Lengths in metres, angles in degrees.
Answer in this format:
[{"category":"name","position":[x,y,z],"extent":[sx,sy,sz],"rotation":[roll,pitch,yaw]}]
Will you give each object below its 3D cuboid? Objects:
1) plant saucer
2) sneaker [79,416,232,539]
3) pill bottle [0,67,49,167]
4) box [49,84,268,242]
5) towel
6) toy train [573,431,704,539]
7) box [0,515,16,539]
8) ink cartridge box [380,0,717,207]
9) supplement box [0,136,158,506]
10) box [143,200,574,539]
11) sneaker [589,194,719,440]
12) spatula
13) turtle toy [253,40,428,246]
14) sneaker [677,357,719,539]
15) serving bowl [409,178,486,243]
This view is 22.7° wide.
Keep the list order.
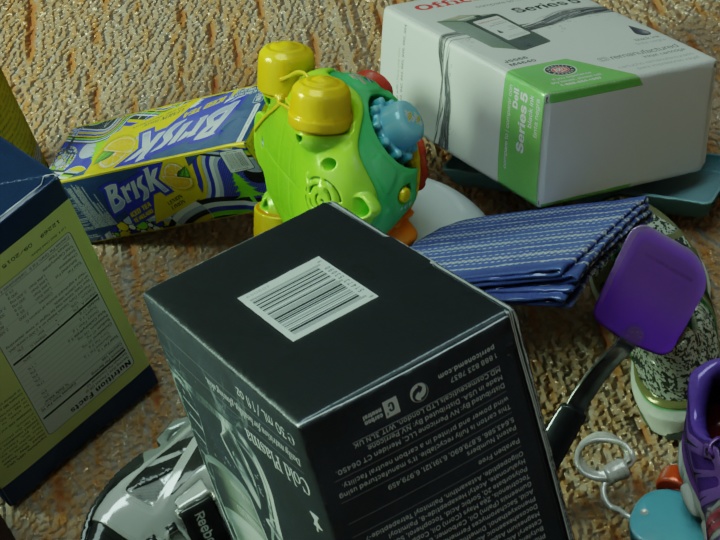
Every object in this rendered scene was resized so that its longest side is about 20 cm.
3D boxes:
[{"category":"plant saucer","position":[0.160,-0.069,1.251],"extent":[0.199,0.019,0.070],"rotation":[10,35,27]},{"category":"sneaker","position":[-0.098,0.144,1.095],"extent":[0.088,0.074,0.200],"rotation":[14,53,33]},{"category":"pill bottle","position":[-0.313,-0.116,1.342],"extent":[0.111,0.200,0.112],"rotation":[-9,44,9]},{"category":"box","position":[-0.134,-0.077,1.304],"extent":[0.199,0.064,0.070],"rotation":[-8,42,34]},{"category":"towel","position":[0.086,-0.007,1.067],"extent":[0.144,0.024,0.200],"rotation":[-6,12,24]},{"category":"toy train","position":[0.230,0.122,1.021],"extent":[0.199,0.056,0.150],"rotation":[-17,42,-2]},{"category":"box","position":[-0.297,0.123,1.095],"extent":[0.100,0.200,0.075],"rotation":[14,50,30]},{"category":"ink cartridge box","position":[0.124,-0.128,1.239],"extent":[0.145,0.084,0.200],"rotation":[-14,31,-28]},{"category":"supplement box","position":[-0.270,0.011,1.198],"extent":[0.134,0.200,0.200],"rotation":[-40,47,-21]},{"category":"box","position":[0.003,0.097,0.912],"extent":[0.124,0.197,0.200],"rotation":[-27,27,-18]},{"category":"sneaker","position":[0.187,0.007,1.123],"extent":[0.077,0.089,0.200],"rotation":[-18,43,2]},{"category":"spatula","position":[0.135,0.070,1.048],"extent":[0.056,0.200,0.021],"rotation":[27,16,-9]},{"category":"turtle toy","position":[-0.015,-0.075,1.160],"extent":[0.101,0.146,0.200],"rotation":[-4,25,-17]},{"category":"sneaker","position":[0.203,0.122,0.916],"extent":[0.080,0.084,0.200],"rotation":[-18,37,-1]},{"category":"serving bowl","position":[0.000,0.000,1.214],"extent":[0.199,0.066,0.201],"rotation":[-10,44,10]}]
